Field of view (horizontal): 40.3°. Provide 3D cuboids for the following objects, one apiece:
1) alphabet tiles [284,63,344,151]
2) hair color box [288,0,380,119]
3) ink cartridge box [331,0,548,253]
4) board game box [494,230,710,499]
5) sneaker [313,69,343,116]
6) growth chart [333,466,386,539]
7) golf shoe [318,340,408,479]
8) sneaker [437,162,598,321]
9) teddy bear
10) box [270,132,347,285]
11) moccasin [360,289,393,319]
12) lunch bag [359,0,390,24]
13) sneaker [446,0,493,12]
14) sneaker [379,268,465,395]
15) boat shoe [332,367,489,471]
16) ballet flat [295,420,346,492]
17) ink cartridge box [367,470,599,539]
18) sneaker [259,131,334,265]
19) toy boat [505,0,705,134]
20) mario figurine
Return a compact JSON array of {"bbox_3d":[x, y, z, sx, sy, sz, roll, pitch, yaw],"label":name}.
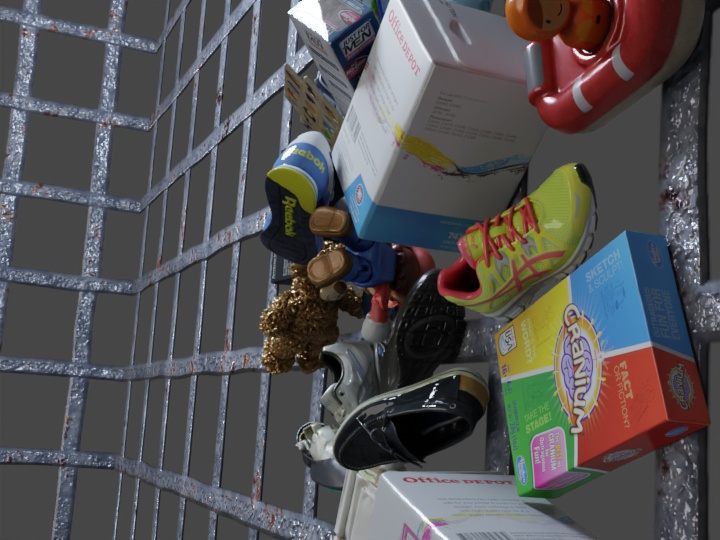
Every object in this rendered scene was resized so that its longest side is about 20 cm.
[{"bbox_3d":[-0.039,-0.175,1.226,0.006,0.167,0.200,-41,-1,-7],"label":"alphabet tiles"},{"bbox_3d":[0.005,-0.207,1.081,0.060,0.201,0.100,-39,44,-7],"label":"hair color box"},{"bbox_3d":[0.079,-0.145,0.982,0.147,0.145,0.201,-108,33,-47],"label":"ink cartridge box"},{"bbox_3d":[0.185,0.083,0.795,0.200,0.040,0.154,131,141,-53],"label":"board game box"},{"bbox_3d":[-0.007,-0.188,1.250,0.070,0.107,0.201,121,148,-44],"label":"sneaker"},{"bbox_3d":[0.035,0.290,1.048,0.200,0.018,0.146,38,117,44],"label":"growth chart"},{"bbox_3d":[-0.003,0.173,1.147,0.078,0.096,0.201,-56,36,44],"label":"golf shoe"},{"bbox_3d":[0.136,-0.022,0.881,0.201,0.089,0.079,123,148,-43],"label":"sneaker"},{"bbox_3d":[-0.059,0.059,1.237,0.201,0.144,0.067,-54,35,23],"label":"teddy bear"},{"bbox_3d":[-0.065,-0.082,1.395,0.141,0.078,0.202,-10,75,63],"label":"box"},{"bbox_3d":[0.021,-0.037,1.187,0.080,0.068,0.202,-141,60,-64],"label":"moccasin"},{"bbox_3d":[0.046,-0.284,1.139,0.170,0.126,0.202,-141,35,-64],"label":"lunch bag"},{"bbox_3d":[0.132,-0.337,1.012,0.082,0.073,0.202,-130,50,-64],"label":"sneaker"},{"bbox_3d":[0.055,0.089,1.070,0.091,0.075,0.202,-125,49,-67],"label":"sneaker"},{"bbox_3d":[0.044,0.163,0.995,0.199,0.075,0.063,-30,26,33],"label":"boat shoe"},{"bbox_3d":[-0.042,0.225,1.229,0.200,0.072,0.074,-178,95,-75],"label":"ballet flat"},{"bbox_3d":[0.108,0.239,0.796,0.200,0.143,0.086,-149,67,-65],"label":"ink cartridge box"},{"bbox_3d":[-0.065,-0.075,1.092,0.200,0.073,0.083,109,-178,-60],"label":"sneaker"},{"bbox_3d":[0.177,-0.202,0.787,0.200,0.129,0.132,140,133,-58],"label":"toy boat"},{"bbox_3d":[0.000,0.000,1.078,0.106,0.200,0.124,35,95,35],"label":"mario figurine"}]
